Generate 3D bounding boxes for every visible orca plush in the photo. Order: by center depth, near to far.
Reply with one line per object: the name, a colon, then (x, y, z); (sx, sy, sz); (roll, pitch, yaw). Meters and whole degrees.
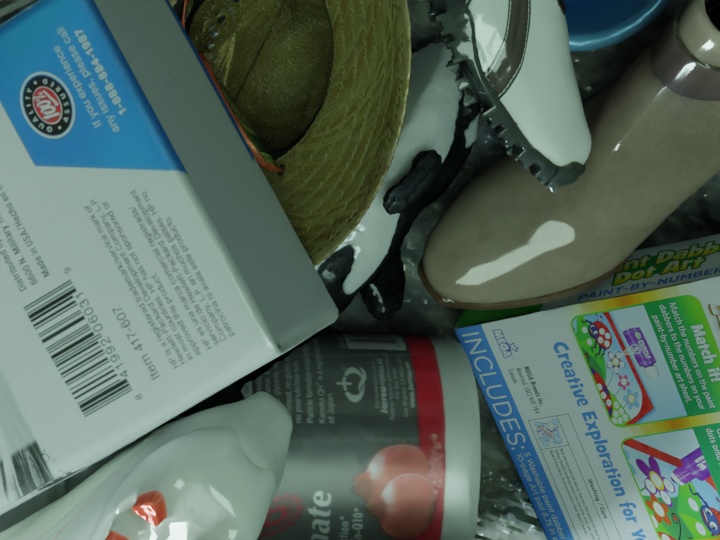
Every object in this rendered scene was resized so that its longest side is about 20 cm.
orca plush: (0.000, 0.000, 0.786); (0.105, 0.201, 0.071); (-12, 130, 42)

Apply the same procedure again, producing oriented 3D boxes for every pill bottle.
pill bottle: (-0.055, 0.081, 0.816); (0.199, 0.111, 0.111); (1, 109, -8)

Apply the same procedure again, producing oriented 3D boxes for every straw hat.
straw hat: (-0.035, -0.084, 0.769); (0.085, 0.201, 0.202); (-4, 117, -51)

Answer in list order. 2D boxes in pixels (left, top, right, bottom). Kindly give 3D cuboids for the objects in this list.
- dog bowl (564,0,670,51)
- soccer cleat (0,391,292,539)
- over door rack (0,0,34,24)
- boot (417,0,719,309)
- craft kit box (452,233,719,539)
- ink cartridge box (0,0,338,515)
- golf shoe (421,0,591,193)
dog bowl: (0.089, -0.182, 0.777); (0.111, 0.050, 0.201); (-1, 109, -8)
soccer cleat: (-0.096, 0.109, 0.732); (0.200, 0.078, 0.069); (-33, 101, 39)
over door rack: (-0.181, -0.160, 0.738); (0.147, 0.067, 0.201); (-24, 97, 8)
boot: (0.120, -0.064, 0.760); (0.199, 0.146, 0.070); (-31, 77, -20)
craft kit box: (0.167, 0.080, 0.833); (0.197, 0.049, 0.201); (-10, 116, 31)
ink cartridge box: (-0.133, 0.007, 0.697); (0.199, 0.084, 0.147); (-29, 90, 17)
golf shoe: (0.059, -0.129, 0.691); (0.094, 0.078, 0.201); (-20, 103, 8)
